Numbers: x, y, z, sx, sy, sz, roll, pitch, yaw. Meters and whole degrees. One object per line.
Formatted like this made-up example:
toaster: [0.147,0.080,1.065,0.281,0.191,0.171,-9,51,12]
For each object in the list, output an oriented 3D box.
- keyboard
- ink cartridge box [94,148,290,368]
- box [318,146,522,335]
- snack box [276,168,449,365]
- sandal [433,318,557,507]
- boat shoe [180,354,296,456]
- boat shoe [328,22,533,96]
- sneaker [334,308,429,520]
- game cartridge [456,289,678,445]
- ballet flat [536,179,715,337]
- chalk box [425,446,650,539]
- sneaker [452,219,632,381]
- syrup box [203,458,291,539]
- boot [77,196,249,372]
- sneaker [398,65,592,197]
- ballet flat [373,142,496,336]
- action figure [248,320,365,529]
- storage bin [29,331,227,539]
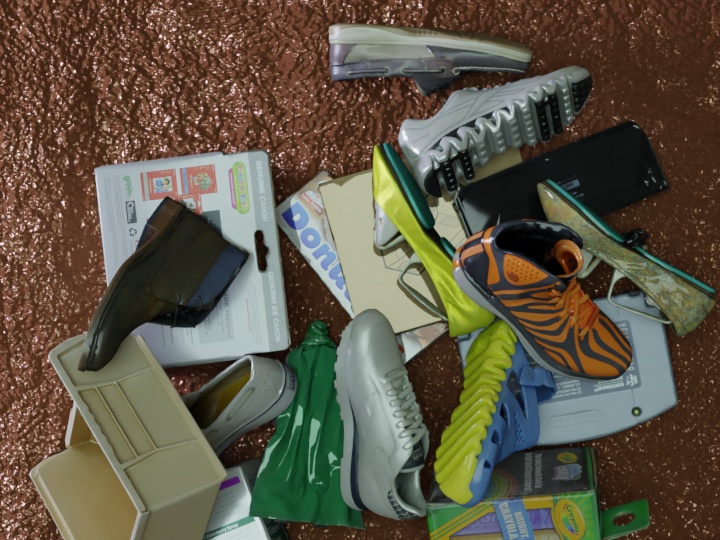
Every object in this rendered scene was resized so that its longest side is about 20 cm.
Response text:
keyboard: [0.201,-0.054,1.570,0.199,0.021,0.128,-21,84,-4]
ink cartridge box: [-0.155,-0.010,1.600,0.175,0.084,0.201,-6,89,8]
box: [0.074,-0.034,1.586,0.199,0.021,0.164,-16,86,-1]
snack box: [0.000,0.000,1.609,0.072,0.024,0.200,-39,85,2]
sandal: [0.130,0.136,1.498,0.087,0.079,0.200,35,50,-13]
boat shoe: [-0.154,0.143,1.577,0.200,0.070,0.071,-34,49,27]
boat shoe: [0.066,-0.201,1.586,0.199,0.072,0.065,6,102,5]
sneaker: [0.028,0.134,1.534,0.080,0.076,0.201,7,108,43]
game cartridge: [0.199,0.099,1.578,0.199,0.041,0.134,-10,84,7]
ballet flat: [0.236,-0.007,1.525,0.200,0.071,0.071,34,93,2]
chalk box: [0.169,0.244,1.524,0.199,0.124,0.124,-4,103,8]
sneaker: [0.184,0.028,1.485,0.200,0.112,0.078,33,60,-14]
syrup box: [-0.106,0.290,1.592,0.081,0.079,0.201,-21,86,8]
boot: [-0.178,0.026,1.490,0.097,0.075,0.200,27,56,-2]
sneaker: [0.128,-0.150,1.561,0.199,0.075,0.081,-27,55,-10]
ballet flat: [0.054,-0.024,1.545,0.067,0.067,0.200,-36,88,12]
action figure: [-0.046,0.146,1.588,0.118,0.055,0.201,12,73,-23]
storage bin: [-0.224,0.185,1.523,0.093,0.200,0.199,-19,59,-30]
